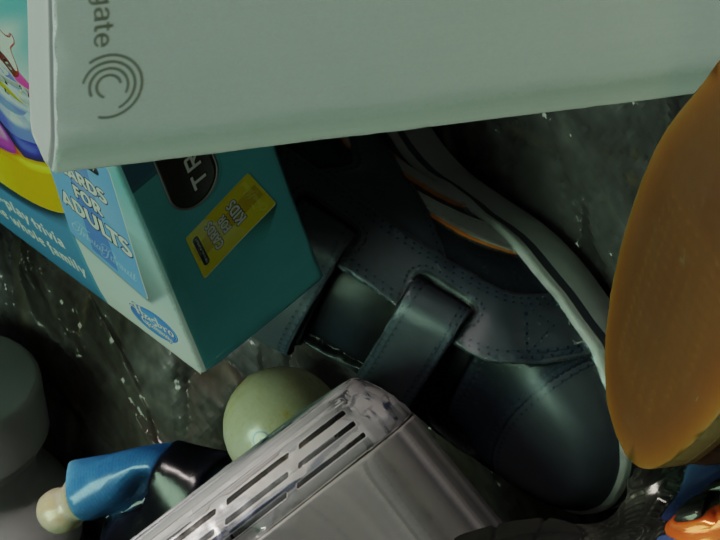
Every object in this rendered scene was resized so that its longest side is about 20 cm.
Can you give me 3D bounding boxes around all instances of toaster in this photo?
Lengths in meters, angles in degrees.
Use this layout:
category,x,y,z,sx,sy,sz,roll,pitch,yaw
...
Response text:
category,x,y,z,sx,sy,sz,roll,pitch,yaw
toaster,-0.016,0.120,0.766,0.129,0.200,0.114,54,163,0

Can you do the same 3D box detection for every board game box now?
category,x,y,z,sx,sy,sz,roll,pitch,yaw
board game box,-0.097,-0.085,0.714,0.151,0.047,0.200,33,154,40

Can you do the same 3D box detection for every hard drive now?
category,x,y,z,sx,sy,sz,roll,pitch,yaw
hard drive,0.026,-0.094,0.605,0.027,0.199,0.132,-119,27,-52

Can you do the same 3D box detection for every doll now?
category,x,y,z,sx,sy,sz,roll,pitch,yaw
doll,-0.053,0.119,0.928,0.136,0.048,0.201,25,112,3

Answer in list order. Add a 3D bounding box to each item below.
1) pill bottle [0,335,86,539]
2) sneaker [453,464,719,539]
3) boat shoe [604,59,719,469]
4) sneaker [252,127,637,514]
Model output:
category,x,y,z,sx,sy,sz,roll,pitch,yaw
pill bottle,-0.160,0.131,1.057,0.116,0.116,0.201,26,129,44
sneaker,0.064,0.099,0.685,0.079,0.199,0.075,63,-179,-19
boat shoe,0.114,-0.031,0.619,0.071,0.070,0.200,-112,32,-42
sneaker,0.000,0.000,0.800,0.200,0.079,0.079,50,141,21
